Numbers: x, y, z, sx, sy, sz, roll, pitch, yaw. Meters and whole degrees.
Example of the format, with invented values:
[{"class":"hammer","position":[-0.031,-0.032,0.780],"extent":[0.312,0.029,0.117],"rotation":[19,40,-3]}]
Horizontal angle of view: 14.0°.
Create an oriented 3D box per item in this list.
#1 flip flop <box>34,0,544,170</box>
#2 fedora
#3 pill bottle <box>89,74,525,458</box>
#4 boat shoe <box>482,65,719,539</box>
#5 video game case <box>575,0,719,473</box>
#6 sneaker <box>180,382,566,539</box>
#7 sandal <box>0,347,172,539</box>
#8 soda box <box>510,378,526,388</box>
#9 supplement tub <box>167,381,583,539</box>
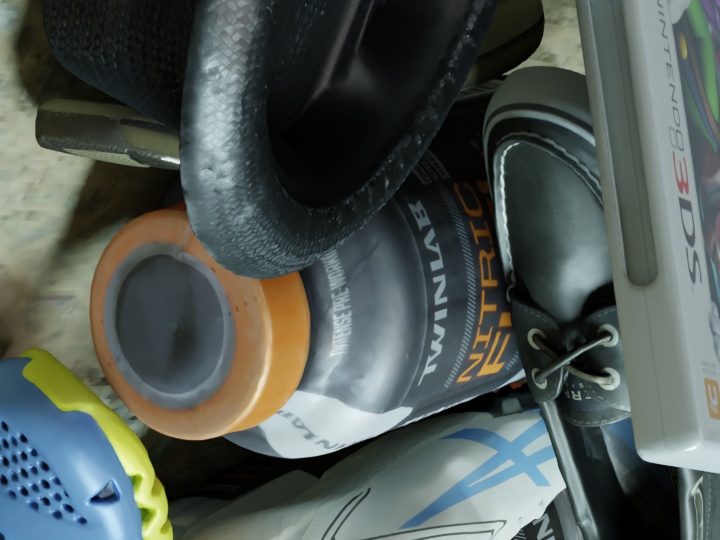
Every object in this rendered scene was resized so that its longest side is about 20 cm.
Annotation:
[{"class":"flip flop","position":[-0.020,-0.070,0.875],"extent":[0.199,0.081,0.058],"rotation":[-23,114,-42]},{"class":"fedora","position":[-0.023,-0.103,0.771],"extent":[0.201,0.091,0.201],"rotation":[-50,152,-40]},{"class":"pill bottle","position":[0.000,0.000,0.955],"extent":[0.200,0.106,0.107],"rotation":[-18,139,-53]},{"class":"boat shoe","position":[0.082,0.028,0.924],"extent":[0.057,0.068,0.201],"rotation":[-55,135,-37]},{"class":"video game case","position":[0.117,-0.027,0.894],"extent":[0.200,0.023,0.183],"rotation":[15,66,-63]},{"class":"sneaker","position":[0.018,0.089,0.990],"extent":[0.199,0.072,0.073],"rotation":[-26,101,-37]},{"class":"sandal","position":[-0.117,0.110,0.935],"extent":[0.087,0.079,0.201],"rotation":[-28,145,-37]},{"class":"soda box","position":[0.073,0.043,1.199],"extent":[0.068,0.063,0.201],"rotation":[-40,154,-31]},{"class":"supplement tub","position":[-0.001,0.117,1.093],"extent":[0.200,0.122,0.123],"rotation":[-27,146,-46]}]
